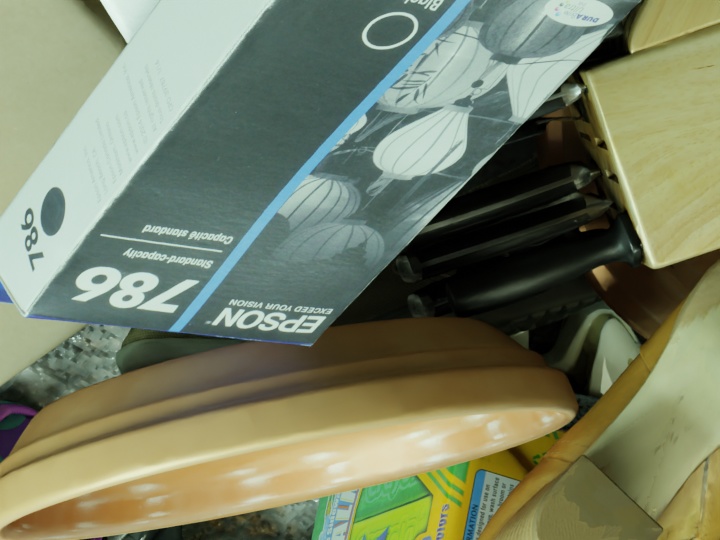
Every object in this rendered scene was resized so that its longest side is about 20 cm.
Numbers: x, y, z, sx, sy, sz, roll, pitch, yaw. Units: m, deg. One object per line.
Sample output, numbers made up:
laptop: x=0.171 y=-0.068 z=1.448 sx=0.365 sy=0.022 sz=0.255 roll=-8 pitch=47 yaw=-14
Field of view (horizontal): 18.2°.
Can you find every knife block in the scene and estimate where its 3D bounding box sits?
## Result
knife block: x=0.113 y=-0.033 z=0.745 sx=0.199 sy=0.064 sz=0.176 roll=26 pitch=96 yaw=-7

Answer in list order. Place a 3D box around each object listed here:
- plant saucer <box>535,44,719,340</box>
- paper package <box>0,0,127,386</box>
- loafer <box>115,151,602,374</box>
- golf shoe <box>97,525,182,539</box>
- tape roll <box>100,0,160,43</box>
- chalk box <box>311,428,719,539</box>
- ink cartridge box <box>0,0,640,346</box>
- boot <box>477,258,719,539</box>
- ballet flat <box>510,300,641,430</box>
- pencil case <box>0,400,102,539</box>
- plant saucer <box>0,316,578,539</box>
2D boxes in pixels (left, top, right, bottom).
plant saucer: x=0.162 y=-0.055 z=0.793 sx=0.199 sy=0.032 sz=0.201 roll=0 pitch=98 yaw=-3
paper package: x=-0.158 y=-0.057 z=0.766 sx=0.200 sy=0.104 sz=0.191 roll=-34 pitch=125 yaw=17
loafer: x=0.000 y=0.000 z=0.815 sx=0.199 sy=0.070 sz=0.075 roll=-12 pitch=171 yaw=-29
golf shoe: x=-0.074 y=0.195 z=0.918 sx=0.072 sy=0.200 sz=0.092 roll=-5 pitch=149 yaw=-43
tape roll: x=-0.039 y=-0.131 z=0.661 sx=0.071 sy=0.203 sz=0.203 roll=-25 pitch=127 yaw=12
chalk box: x=0.046 y=0.144 z=0.916 sx=0.124 sy=0.125 sz=0.200 roll=18 pitch=159 yaw=-18
ink cartridge box: x=-0.025 y=-0.030 z=0.597 sx=0.099 sy=0.039 sz=0.200 roll=7 pitch=142 yaw=-36
boot: x=0.107 y=0.061 z=0.770 sx=0.201 sy=0.071 sz=0.144 roll=-38 pitch=171 yaw=-22
ballet flat: x=0.067 y=0.034 z=0.896 sx=0.199 sy=0.074 sz=0.074 roll=14 pitch=126 yaw=-22
pencil case: x=-0.205 y=0.134 z=0.923 sx=0.199 sy=0.085 sz=0.093 roll=-26 pitch=98 yaw=14
plant saucer: x=-0.028 y=0.052 z=0.746 sx=0.199 sy=0.038 sz=0.200 roll=-11 pitch=170 yaw=-2
